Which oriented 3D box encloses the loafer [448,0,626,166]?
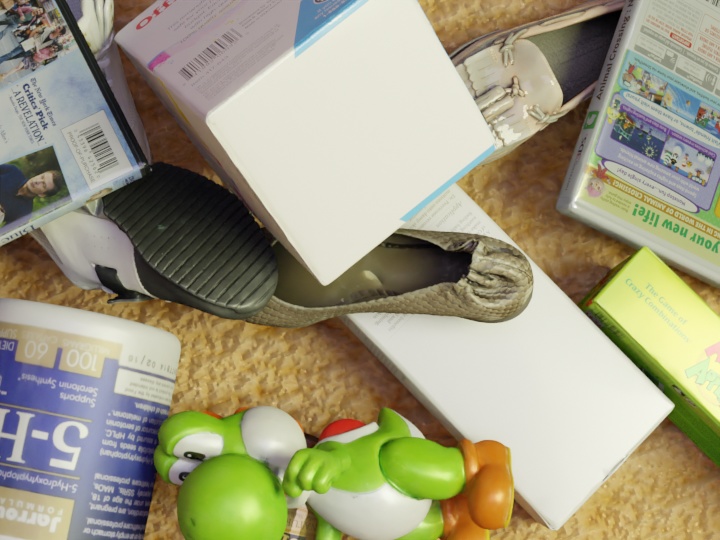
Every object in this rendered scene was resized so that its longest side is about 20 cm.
[{"bbox_3d":[0.114,-0.125,0.963,0.199,0.063,0.072,-30,95,-26],"label":"loafer"}]

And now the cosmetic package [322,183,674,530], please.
[{"bbox_3d":[0.081,0.050,0.959,0.108,0.085,0.200,-43,86,-5],"label":"cosmetic package"}]

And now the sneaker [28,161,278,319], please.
[{"bbox_3d":[-0.130,-0.017,0.920,0.199,0.089,0.074,31,51,22],"label":"sneaker"}]

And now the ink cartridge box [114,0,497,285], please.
[{"bbox_3d":[-0.039,-0.108,0.901,0.128,0.200,0.125,-38,122,-5],"label":"ink cartridge box"}]

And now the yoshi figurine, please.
[{"bbox_3d":[-0.019,0.133,0.874,0.199,0.112,0.113,10,90,-6],"label":"yoshi figurine"}]

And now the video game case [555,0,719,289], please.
[{"bbox_3d":[0.231,-0.084,0.975,0.199,0.022,0.183,23,81,-23],"label":"video game case"}]

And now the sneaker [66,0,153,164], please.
[{"bbox_3d":[-0.175,-0.114,0.959,0.073,0.116,0.201,-14,85,-5],"label":"sneaker"}]

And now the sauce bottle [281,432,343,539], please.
[{"bbox_3d":[-0.056,0.197,0.947,0.066,0.066,0.201,19,82,1],"label":"sauce bottle"}]

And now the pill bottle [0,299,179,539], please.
[{"bbox_3d":[-0.182,0.126,0.917,0.119,0.120,0.201,10,82,0],"label":"pill bottle"}]

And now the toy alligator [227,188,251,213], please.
[{"bbox_3d":[0.004,-0.080,0.989,0.199,0.054,0.060,-23,83,-5],"label":"toy alligator"}]

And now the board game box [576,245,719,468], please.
[{"bbox_3d":[0.219,0.077,0.950,0.200,0.102,0.048,45,84,4],"label":"board game box"}]

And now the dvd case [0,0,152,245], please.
[{"bbox_3d":[-0.236,-0.073,0.876,0.199,0.018,0.143,-27,77,-8],"label":"dvd case"}]

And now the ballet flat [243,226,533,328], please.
[{"bbox_3d":[0.000,0.000,0.895,0.199,0.046,0.068,4,71,19],"label":"ballet flat"}]
